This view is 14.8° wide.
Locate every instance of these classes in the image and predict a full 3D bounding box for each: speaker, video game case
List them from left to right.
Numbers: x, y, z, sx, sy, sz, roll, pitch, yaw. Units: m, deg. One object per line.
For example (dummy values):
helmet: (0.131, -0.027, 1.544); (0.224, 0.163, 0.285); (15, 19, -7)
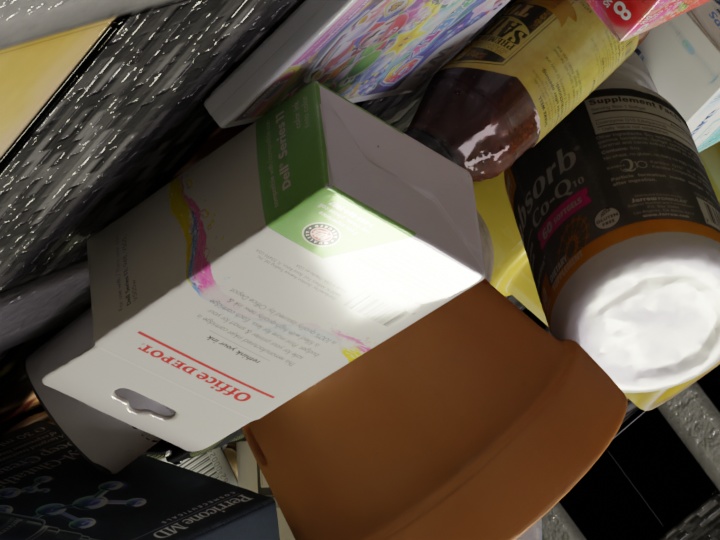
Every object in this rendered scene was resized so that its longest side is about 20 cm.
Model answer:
speaker: (-0.076, 0.018, 1.461); (0.200, 0.081, 0.081); (-38, 169, 7)
video game case: (0.023, -0.127, 1.330); (0.143, 0.018, 0.200); (-43, 168, 26)

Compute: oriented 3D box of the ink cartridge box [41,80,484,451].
ink cartridge box: (-0.052, 0.003, 1.341); (0.200, 0.068, 0.117); (-32, 138, 30)

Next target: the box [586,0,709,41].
box: (0.179, -0.198, 1.319); (0.200, 0.095, 0.103); (-27, 167, -43)

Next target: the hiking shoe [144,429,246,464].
hiking shoe: (-0.096, 0.071, 1.626); (0.100, 0.076, 0.200); (-20, 173, -9)

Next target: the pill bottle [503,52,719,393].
pill bottle: (0.146, -0.036, 1.592); (0.116, 0.201, 0.117); (-7, 133, -8)

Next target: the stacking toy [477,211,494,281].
stacking toy: (0.000, 0.000, 1.652); (0.085, 0.086, 0.200); (-42, 165, 27)

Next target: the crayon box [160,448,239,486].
crayon box: (-0.165, 0.195, 1.819); (0.199, 0.127, 0.051); (-33, -153, -18)

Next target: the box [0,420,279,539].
box: (-0.160, 0.169, 1.470); (0.199, 0.108, 0.148); (14, -155, 42)

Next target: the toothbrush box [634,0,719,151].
toothbrush box: (0.232, -0.147, 1.743); (0.200, 0.085, 0.146); (-26, 165, -42)

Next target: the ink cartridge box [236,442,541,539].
ink cartridge box: (0.013, 0.113, 1.744); (0.146, 0.147, 0.200); (-2, 175, -15)

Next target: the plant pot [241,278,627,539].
plant pot: (0.023, 0.076, 1.478); (0.200, 0.140, 0.200); (-37, -172, 7)

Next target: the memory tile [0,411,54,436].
memory tile: (-0.176, 0.100, 1.673); (0.153, 0.017, 0.200); (-39, 170, 12)

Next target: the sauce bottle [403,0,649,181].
sauce bottle: (0.073, -0.091, 1.442); (0.200, 0.066, 0.066); (-43, 174, -32)

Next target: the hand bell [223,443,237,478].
hand bell: (-0.081, 0.125, 1.962); (0.200, 0.104, 0.104); (-45, 175, -27)

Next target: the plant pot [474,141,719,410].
plant pot: (0.186, -0.018, 1.867); (0.200, 0.189, 0.201); (-36, 170, -7)
